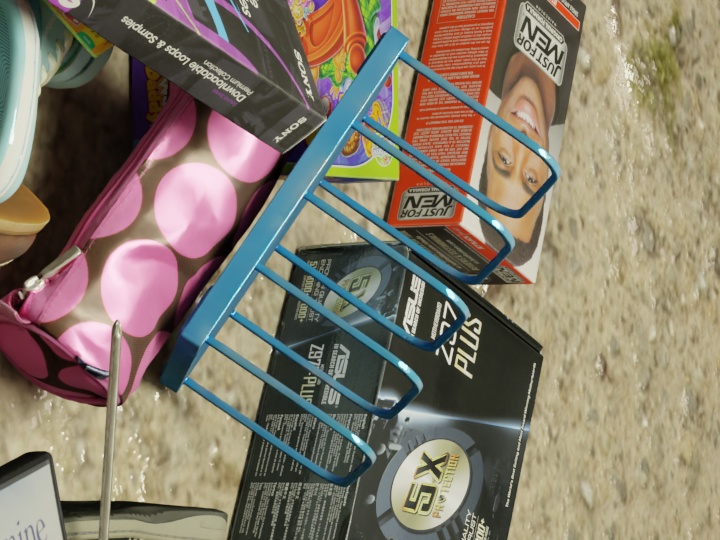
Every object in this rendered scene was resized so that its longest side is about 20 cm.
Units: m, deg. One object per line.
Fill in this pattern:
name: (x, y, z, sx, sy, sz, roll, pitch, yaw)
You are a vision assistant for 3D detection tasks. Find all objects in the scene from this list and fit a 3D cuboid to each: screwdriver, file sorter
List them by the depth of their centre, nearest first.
screwdriver: (-0.128, 0.120, 1.241, 0.028, 0.029, 0.201, -86, 177, -74)
file sorter: (0.000, 0.000, 1.381, 0.122, 0.139, 0.201, 34, 75, 0)

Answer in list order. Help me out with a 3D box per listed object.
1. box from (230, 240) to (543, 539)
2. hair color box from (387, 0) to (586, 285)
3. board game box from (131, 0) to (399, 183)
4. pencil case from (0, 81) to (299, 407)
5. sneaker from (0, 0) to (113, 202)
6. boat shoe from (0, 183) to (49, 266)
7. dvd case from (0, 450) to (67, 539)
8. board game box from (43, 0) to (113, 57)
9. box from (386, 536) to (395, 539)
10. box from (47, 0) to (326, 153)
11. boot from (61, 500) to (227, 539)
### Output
box: (0.019, 0.106, 1.531, 0.164, 0.086, 0.201, 37, 59, -47)
hair color box: (0.083, -0.101, 1.654, 0.101, 0.061, 0.201, 35, 62, -50)
board game box: (-0.052, -0.121, 1.476, 0.199, 0.045, 0.136, 0, 89, -55)
pencil case: (-0.107, -0.028, 1.318, 0.094, 0.090, 0.201, 49, 63, -37)
sneaker: (-0.161, -0.102, 1.254, 0.130, 0.079, 0.201, 36, 39, -51)
boat shoe: (-0.224, -0.023, 1.214, 0.071, 0.070, 0.200, -56, 155, 13)
dvd case: (-0.166, 0.198, 1.184, 0.143, 0.017, 0.201, -28, 110, -63)
board game box: (-0.144, -0.191, 1.279, 0.096, 0.030, 0.200, 49, 19, -25)
box: (-0.027, 0.265, 1.404, 0.200, 0.046, 0.160, -45, 152, -32)
box: (-0.100, -0.155, 1.236, 0.200, 0.036, 0.144, 33, 31, -49)
boot: (-0.143, 0.196, 1.309, 0.203, 0.073, 0.155, 5, 87, -53)
